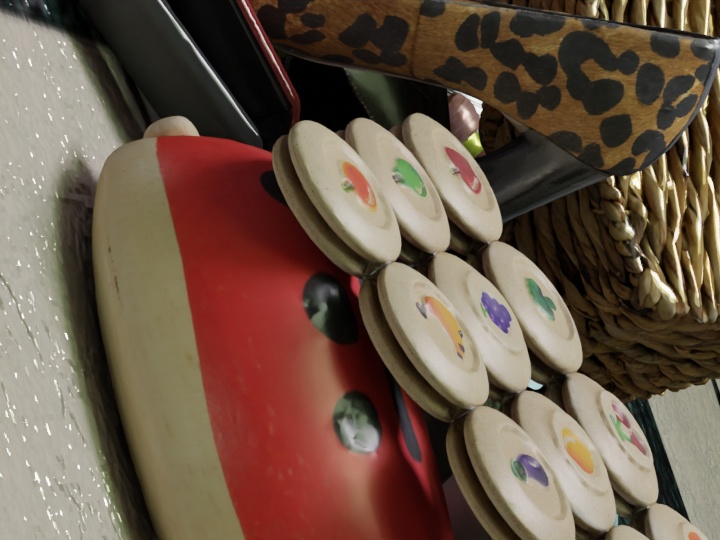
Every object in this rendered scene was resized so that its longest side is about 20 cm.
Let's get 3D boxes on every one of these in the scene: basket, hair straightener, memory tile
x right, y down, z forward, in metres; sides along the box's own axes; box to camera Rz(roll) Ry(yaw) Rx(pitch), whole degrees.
[{"bbox_3d":[0.093,-0.058,1.138,0.142,0.149,0.201,9,76,-34],"label":"basket"},{"bbox_3d":[-0.045,-0.020,1.000,0.077,0.041,0.201,-44,119,-37],"label":"hair straightener"},{"bbox_3d":[0.049,0.037,0.914,0.200,0.017,0.153,59,19,8],"label":"memory tile"}]

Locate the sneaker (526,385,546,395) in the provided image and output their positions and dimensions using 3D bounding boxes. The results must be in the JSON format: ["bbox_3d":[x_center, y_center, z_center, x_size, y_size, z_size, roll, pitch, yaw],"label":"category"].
[{"bbox_3d":[0.054,0.080,1.179,0.077,0.083,0.201,56,18,-50],"label":"sneaker"}]

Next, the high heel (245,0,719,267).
[{"bbox_3d":[0.026,-0.111,1.014,0.200,0.142,0.071,61,19,-9],"label":"high heel"}]

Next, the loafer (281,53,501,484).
[{"bbox_3d":[0.000,0.000,1.100,0.071,0.073,0.201,-9,86,-58],"label":"loafer"}]

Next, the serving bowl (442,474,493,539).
[{"bbox_3d":[0.042,0.155,0.978,0.200,0.066,0.201,-3,90,-87],"label":"serving bowl"}]

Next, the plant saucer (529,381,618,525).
[{"bbox_3d":[0.076,0.042,1.477,0.200,0.036,0.201,-19,90,-78],"label":"plant saucer"}]

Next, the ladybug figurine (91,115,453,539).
[{"bbox_3d":[-0.023,0.044,0.900,0.136,0.072,0.201,22,49,-75],"label":"ladybug figurine"}]

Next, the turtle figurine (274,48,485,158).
[{"bbox_3d":[0.001,-0.086,1.262,0.162,0.064,0.200,56,23,3],"label":"turtle figurine"}]

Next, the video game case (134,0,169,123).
[{"bbox_3d":[-0.076,-0.117,1.067,0.143,0.018,0.201,-74,143,-71],"label":"video game case"}]

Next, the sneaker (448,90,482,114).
[{"bbox_3d":[0.046,-0.109,1.394,0.200,0.082,0.078,56,14,-10],"label":"sneaker"}]
